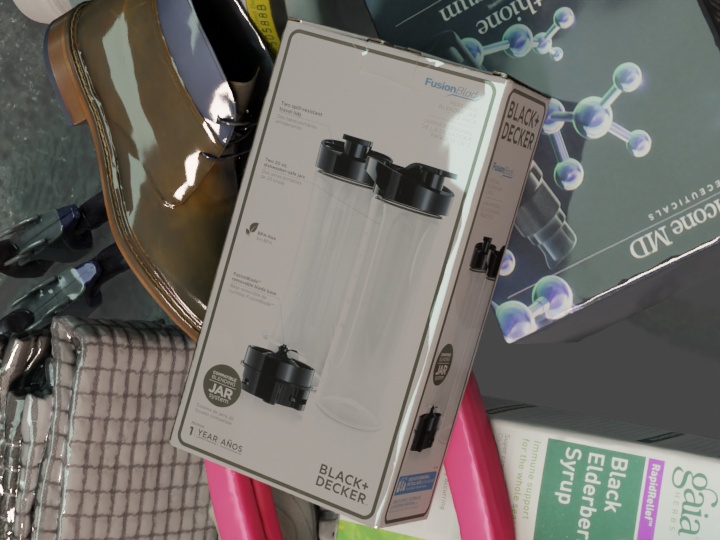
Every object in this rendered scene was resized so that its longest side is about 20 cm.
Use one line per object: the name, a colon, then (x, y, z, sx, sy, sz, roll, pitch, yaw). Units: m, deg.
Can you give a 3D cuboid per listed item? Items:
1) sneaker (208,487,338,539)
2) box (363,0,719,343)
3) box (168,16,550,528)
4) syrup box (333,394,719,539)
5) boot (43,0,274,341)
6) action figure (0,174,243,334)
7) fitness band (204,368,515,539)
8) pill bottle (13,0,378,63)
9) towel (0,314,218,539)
sneaker: (-0.048, 0.199, 0.900, 0.074, 0.081, 0.203, -7, 87, 23)
box: (0.110, -0.085, 0.815, 0.147, 0.107, 0.202, -27, 78, 22)
box: (0.000, 0.000, 0.770, 0.116, 0.060, 0.202, 17, 94, 26)
syrup box: (0.095, 0.111, 0.831, 0.198, 0.081, 0.080, 9, 92, 27)
boot: (-0.077, -0.054, 0.849, 0.096, 0.075, 0.202, -25, 95, 36)
action figure: (-0.117, -0.034, 0.946, 0.199, 0.069, 0.131, -33, 70, 18)
fitness band: (-0.003, 0.101, 0.815, 0.142, 0.037, 0.202, -20, 79, 26)
pill bottle: (-0.088, -0.167, 0.910, 0.198, 0.111, 0.113, 7, 92, 25)
towel: (-0.140, 0.122, 0.900, 0.085, 0.165, 0.203, 7, 92, 31)
